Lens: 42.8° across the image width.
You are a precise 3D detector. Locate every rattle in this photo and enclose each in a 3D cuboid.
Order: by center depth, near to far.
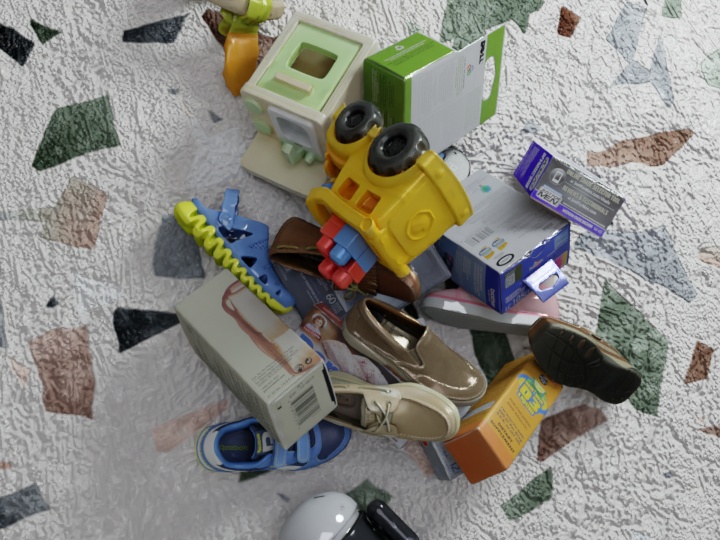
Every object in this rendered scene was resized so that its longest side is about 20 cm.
[{"bbox_3d":[-0.213,-0.361,1.275,0.198,0.144,0.130,27,40,11],"label":"rattle"}]

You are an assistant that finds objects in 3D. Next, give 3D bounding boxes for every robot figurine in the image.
[{"bbox_3d":[-0.011,0.361,1.104,0.200,0.125,0.150,48,62,2],"label":"robot figurine"}]

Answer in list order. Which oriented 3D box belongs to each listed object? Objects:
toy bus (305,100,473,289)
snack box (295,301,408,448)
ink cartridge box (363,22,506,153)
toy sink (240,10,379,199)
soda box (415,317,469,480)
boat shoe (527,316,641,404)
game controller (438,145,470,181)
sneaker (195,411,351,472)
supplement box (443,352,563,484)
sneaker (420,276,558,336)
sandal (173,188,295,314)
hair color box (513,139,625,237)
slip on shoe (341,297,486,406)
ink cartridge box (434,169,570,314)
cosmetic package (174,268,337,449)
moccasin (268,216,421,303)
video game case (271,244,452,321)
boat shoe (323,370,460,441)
[{"bbox_3d":[0.004,-0.079,1.097,0.192,0.136,0.200,-48,46,-4],"label":"toy bus"},{"bbox_3d":[0.000,0.132,1.170,0.200,0.024,0.072,41,115,12],"label":"snack box"},{"bbox_3d":[0.100,-0.241,1.225,0.075,0.149,0.199,33,53,32],"label":"ink cartridge box"},{"bbox_3d":[-0.072,-0.219,1.208,0.129,0.112,0.201,25,72,20],"label":"toy sink"},{"bbox_3d":[0.091,0.168,1.199,0.068,0.063,0.202,-26,83,-15],"label":"soda box"},{"bbox_3d":[0.291,0.112,1.228,0.199,0.074,0.076,32,112,-32],"label":"boat shoe"},{"bbox_3d":[0.057,-0.162,1.280,0.198,0.042,0.105,30,73,-5],"label":"game controller"},{"bbox_3d":[-0.103,0.214,1.138,0.197,0.082,0.075,-7,77,-15],"label":"sneaker"},{"bbox_3d":[0.185,0.181,1.166,0.067,0.069,0.200,53,39,-2],"label":"supplement box"},{"bbox_3d":[0.177,0.026,1.247,0.197,0.075,0.106,8,74,-13],"label":"sneaker"},{"bbox_3d":[-0.149,-0.031,1.186,0.087,0.079,0.200,-41,90,-16],"label":"sandal"},{"bbox_3d":[0.274,-0.114,1.233,0.108,0.200,0.065,29,102,-3],"label":"hair color box"},{"bbox_3d":[0.073,0.098,1.137,0.199,0.061,0.076,33,46,1],"label":"slip on shoe"},{"bbox_3d":[0.180,-0.034,1.197,0.136,0.077,0.199,-33,46,-24],"label":"ink cartridge box"},{"bbox_3d":[-0.126,0.103,1.101,0.087,0.104,0.200,-37,54,-19],"label":"cosmetic package"},{"bbox_3d":[-0.020,-0.003,1.148,0.199,0.074,0.078,23,56,9],"label":"moccasin"},{"bbox_3d":[0.000,0.000,1.201,0.199,0.019,0.144,-33,85,9],"label":"video game case"},{"bbox_3d":[0.022,0.172,1.115,0.197,0.065,0.073,12,109,24],"label":"boat shoe"}]
